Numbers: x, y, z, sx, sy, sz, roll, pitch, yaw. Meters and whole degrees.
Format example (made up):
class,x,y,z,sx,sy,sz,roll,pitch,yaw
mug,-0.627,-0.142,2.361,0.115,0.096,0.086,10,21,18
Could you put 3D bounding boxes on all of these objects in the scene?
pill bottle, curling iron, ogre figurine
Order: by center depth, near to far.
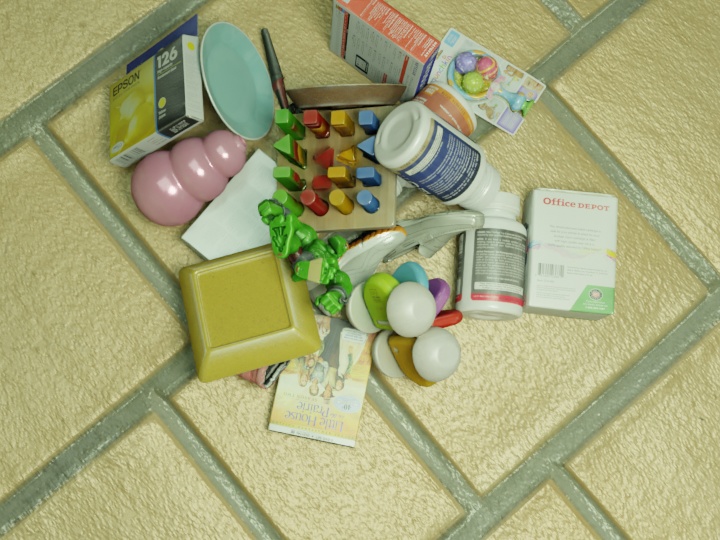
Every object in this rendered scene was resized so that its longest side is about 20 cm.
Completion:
class,x,y,z,sx,sy,sz,roll,pitch,yaw
ogre figurine,-0.075,-0.020,1.481,0.200,0.120,0.098,34,97,18
pill bottle,0.126,-0.170,1.528,0.200,0.111,0.111,29,76,-35
pill bottle,0.215,-0.023,1.597,0.110,0.111,0.201,5,79,-2
pill bottle,0.090,-0.212,1.627,0.112,0.112,0.200,44,79,6
curling iron,-0.133,-0.327,1.679,0.049,0.026,0.201,-27,75,30

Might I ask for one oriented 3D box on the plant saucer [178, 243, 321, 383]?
class,x,y,z,sx,sy,sz,roll,pitch,yaw
plant saucer,-0.179,0.053,1.518,0.199,0.048,0.201,-16,68,1

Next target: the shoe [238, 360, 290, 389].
class,x,y,z,sx,sy,sz,roll,pitch,yaw
shoe,-0.136,0.089,1.563,0.091,0.071,0.201,26,83,29

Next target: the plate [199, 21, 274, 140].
class,x,y,z,sx,sy,sz,roll,pitch,yaw
plate,-0.208,-0.309,1.606,0.025,0.200,0.201,-13,78,27

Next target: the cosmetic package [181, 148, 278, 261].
class,x,y,z,sx,sy,sz,roll,pitch,yaw
cosmetic package,-0.174,-0.077,1.618,0.151,0.052,0.200,39,79,7

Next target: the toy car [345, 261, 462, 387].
class,x,y,z,sx,sy,sz,roll,pitch,yaw
toy car,0.088,0.075,1.525,0.150,0.175,0.200,-39,109,-26

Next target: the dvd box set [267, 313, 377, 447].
class,x,y,z,sx,sy,sz,roll,pitch,yaw
dvd box set,-0.060,0.175,1.584,0.146,0.029,0.201,12,78,-1

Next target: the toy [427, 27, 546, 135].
class,x,y,z,sx,sy,sz,roll,pitch,yaw
toy,0.214,-0.335,1.691,0.200,0.047,0.115,34,77,3

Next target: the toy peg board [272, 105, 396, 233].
class,x,y,z,sx,sy,sz,roll,pitch,yaw
toy peg board,-0.049,-0.169,1.540,0.198,0.098,0.201,-2,79,15

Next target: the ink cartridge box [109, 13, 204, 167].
class,x,y,z,sx,sy,sz,roll,pitch,yaw
ink cartridge box,-0.335,-0.295,1.580,0.197,0.047,0.201,-23,66,37

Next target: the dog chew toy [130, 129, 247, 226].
class,x,y,z,sx,sy,sz,roll,pitch,yaw
dog chew toy,-0.270,-0.156,1.572,0.200,0.124,0.125,-29,81,14

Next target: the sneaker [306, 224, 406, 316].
class,x,y,z,sx,sy,sz,roll,pitch,yaw
sneaker,0.000,0.000,1.590,0.200,0.076,0.092,-31,99,18

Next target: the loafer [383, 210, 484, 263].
class,x,y,z,sx,sy,sz,roll,pitch,yaw
loafer,0.114,-0.056,1.585,0.199,0.070,0.070,-11,88,37

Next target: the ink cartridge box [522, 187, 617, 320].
class,x,y,z,sx,sy,sz,roll,pitch,yaw
ink cartridge box,0.343,-0.026,1.617,0.145,0.088,0.201,5,80,-3

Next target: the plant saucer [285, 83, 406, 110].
class,x,y,z,sx,sy,sz,roll,pitch,yaw
plant saucer,-0.023,-0.283,1.599,0.199,0.200,0.035,-3,96,-4

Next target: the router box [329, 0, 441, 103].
class,x,y,z,sx,sy,sz,roll,pitch,yaw
router box,0.035,-0.370,1.612,0.179,0.200,0.049,37,79,3
